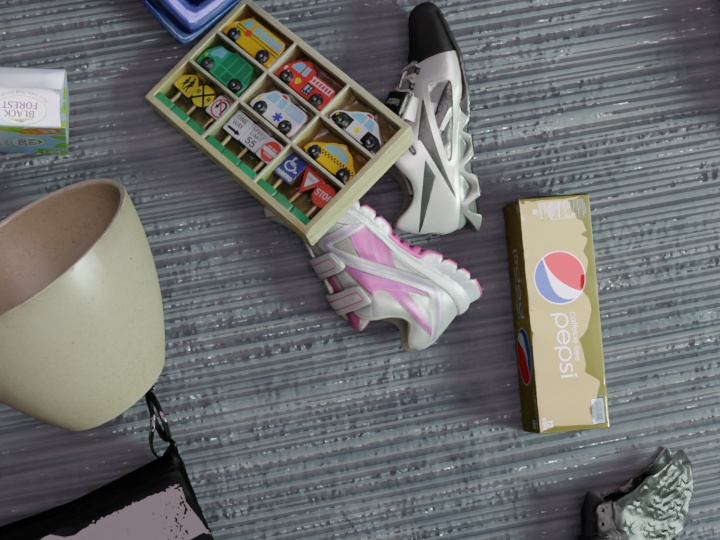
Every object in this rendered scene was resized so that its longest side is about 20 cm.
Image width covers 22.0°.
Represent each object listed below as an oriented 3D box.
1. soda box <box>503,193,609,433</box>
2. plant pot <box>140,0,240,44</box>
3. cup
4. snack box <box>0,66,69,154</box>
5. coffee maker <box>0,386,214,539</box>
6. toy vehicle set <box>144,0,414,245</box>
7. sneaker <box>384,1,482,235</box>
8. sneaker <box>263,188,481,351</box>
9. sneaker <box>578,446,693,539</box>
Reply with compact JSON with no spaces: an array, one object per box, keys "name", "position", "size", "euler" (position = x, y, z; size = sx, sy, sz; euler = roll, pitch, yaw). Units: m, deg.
[{"name":"soda box","position":[0.167,0.037,1.585],"size":[0.064,0.068,0.201],"euler":[-4,87,-8]},{"name":"plant pot","position":[-0.134,-0.314,1.509],"size":[0.200,0.180,0.200],"euler":[-42,92,-8]},{"name":"cup","position":[-0.237,0.043,1.483],"size":[0.200,0.200,0.144],"euler":[-35,115,-8]},{"name":"snack box","position":[-0.335,-0.130,1.488],"size":[0.199,0.142,0.053],"euler":[1,86,-8]},{"name":"coffee maker","position":[-0.225,0.224,1.503],"size":[0.199,0.135,0.193],"euler":[-21,65,-10]},{"name":"toy vehicle set","position":[-0.068,-0.127,1.540],"size":[0.200,0.027,0.124],"euler":[40,81,23]},{"name":"sneaker","position":[0.047,-0.128,1.575],"size":[0.088,0.074,0.201],"euler":[-7,87,-10]},{"name":"sneaker","position":[0.000,0.000,1.558],"size":[0.200,0.081,0.088],"euler":[31,81,-4]},{"name":"sneaker","position":[0.205,0.236,1.585],"size":[0.199,0.060,0.105],"euler":[-22,91,-14]}]
